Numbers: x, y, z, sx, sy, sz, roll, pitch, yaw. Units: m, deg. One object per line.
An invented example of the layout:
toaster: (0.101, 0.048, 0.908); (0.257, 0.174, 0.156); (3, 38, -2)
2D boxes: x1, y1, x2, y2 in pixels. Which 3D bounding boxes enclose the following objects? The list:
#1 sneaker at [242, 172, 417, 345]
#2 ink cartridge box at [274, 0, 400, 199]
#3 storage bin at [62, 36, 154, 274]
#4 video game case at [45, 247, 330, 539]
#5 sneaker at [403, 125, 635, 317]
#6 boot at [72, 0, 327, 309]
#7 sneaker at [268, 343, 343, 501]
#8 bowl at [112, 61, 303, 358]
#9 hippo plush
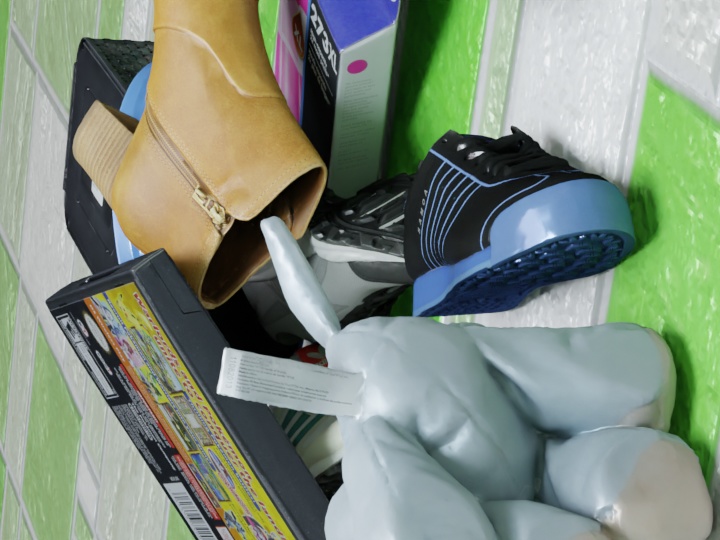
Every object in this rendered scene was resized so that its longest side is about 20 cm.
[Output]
sneaker: (0.000, 0.000, 1.302); (0.200, 0.074, 0.080); (-6, 110, 61)
ink cartridge box: (-0.013, -0.117, 1.333); (0.201, 0.037, 0.095); (101, 153, -53)
storage bin: (-0.130, -0.065, 1.670); (0.200, 0.093, 0.136); (-129, 44, -65)
video game case: (-0.079, 0.086, 1.307); (0.201, 0.025, 0.181); (58, 160, -6)
sneaker: (0.061, -0.029, 1.113); (0.200, 0.070, 0.079); (152, 113, -70)
boot: (-0.057, -0.093, 1.275); (0.144, 0.071, 0.202); (41, 107, 37)
sneaker: (-0.015, 0.077, 1.336); (0.200, 0.070, 0.094); (131, 131, -67)
bowl: (-0.079, -0.021, 1.424); (0.200, 0.039, 0.202); (-9, -90, -70)
hippo plush: (0.032, 0.108, 1.029); (0.161, 0.198, 0.160); (101, -177, -50)
